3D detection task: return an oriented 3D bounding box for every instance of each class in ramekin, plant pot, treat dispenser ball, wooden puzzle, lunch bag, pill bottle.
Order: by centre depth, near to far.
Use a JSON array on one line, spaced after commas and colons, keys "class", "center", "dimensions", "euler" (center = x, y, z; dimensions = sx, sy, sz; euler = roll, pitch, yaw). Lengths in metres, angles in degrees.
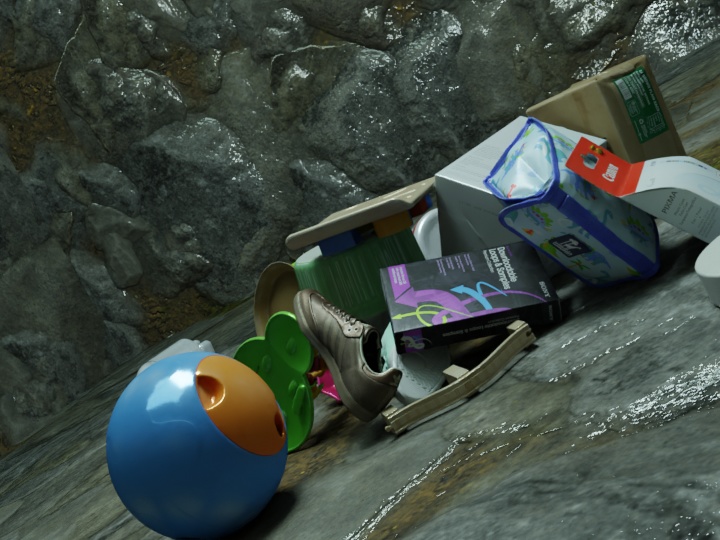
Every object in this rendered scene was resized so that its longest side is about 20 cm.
[{"class": "treat dispenser ball", "center": [-0.177, 0.191, 1.204], "dimensions": [0.199, 0.203, 0.201], "euler": [-29, 6, 4]}, {"class": "lunch bag", "center": [0.251, -0.071, 1.288], "dimensions": [0.128, 0.169, 0.200], "euler": [-54, 17, 9]}, {"class": "wooden puzzle", "center": [0.015, -0.069, 1.499], "dimensions": [0.183, 0.047, 0.200], "euler": [-18, 6, 24]}, {"class": "ramekin", "center": [0.000, 0.000, 1.579], "dimensions": [0.197, 0.099, 0.200], "euler": [-22, 9, 4]}, {"class": "pill bottle", "center": [0.109, -0.014, 1.750], "dimensions": [0.115, 0.117, 0.200], "euler": [-33, -6, -24]}, {"class": "plant pot", "center": [-0.108, 0.085, 1.768], "dimensions": [0.027, 0.204, 0.199], "euler": [-10, -6, -36]}]

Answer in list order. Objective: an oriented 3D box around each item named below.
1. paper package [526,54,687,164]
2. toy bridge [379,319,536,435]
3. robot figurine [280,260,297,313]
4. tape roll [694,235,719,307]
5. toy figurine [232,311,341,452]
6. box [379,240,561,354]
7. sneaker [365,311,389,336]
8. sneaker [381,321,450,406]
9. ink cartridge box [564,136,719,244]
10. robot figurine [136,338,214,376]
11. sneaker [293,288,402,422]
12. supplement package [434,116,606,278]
[{"class": "paper package", "center": [0.356, -0.177, 1.573], "dimensions": [0.102, 0.203, 0.190], "euler": [-27, 6, -25]}, {"class": "toy bridge", "center": [0.110, 0.121, 1.215], "dimensions": [0.198, 0.027, 0.067], "euler": [-33, 8, -9]}, {"class": "robot figurine", "center": [-0.053, 0.053, 1.807], "dimensions": [0.115, 0.178, 0.199], "euler": [-33, 40, -24]}, {"class": "tape roll", "center": [0.405, -0.032, 1.011], "dimensions": [0.201, 0.037, 0.203], "euler": [-31, 7, 4]}, {"class": "toy figurine", "center": [-0.052, 0.116, 1.450], "dimensions": [0.183, 0.150, 0.202], "euler": [-21, -40, -47]}, {"class": "box", "center": [0.128, 0.028, 1.320], "dimensions": [0.196, 0.037, 0.144], "euler": [-10, 32, -2]}, {"class": "sneaker", "center": [0.083, 0.050, 1.653], "dimensions": [0.104, 0.076, 0.199], "euler": [-41, 7, -36]}, {"class": "sneaker", "center": [0.057, 0.125, 1.347], "dimensions": [0.202, 0.073, 0.120], "euler": [-81, 12, -57]}, {"class": "ink cartridge box", "center": [0.333, -0.105, 1.229], "dimensions": [0.048, 0.198, 0.160], "euler": [-64, -9, 25]}, {"class": "robot figurine", "center": [-0.389, 0.221, 2.307], "dimensions": [0.168, 0.115, 0.199], "euler": [-8, 21, 48]}, {"class": "sneaker", "center": [-0.010, 0.083, 1.292], "dimensions": [0.076, 0.201, 0.070], "euler": [-44, -39, 16]}, {"class": "supplement package", "center": [0.225, -0.091, 1.523], "dimensions": [0.150, 0.153, 0.199], "euler": [22, 44, 38]}]
